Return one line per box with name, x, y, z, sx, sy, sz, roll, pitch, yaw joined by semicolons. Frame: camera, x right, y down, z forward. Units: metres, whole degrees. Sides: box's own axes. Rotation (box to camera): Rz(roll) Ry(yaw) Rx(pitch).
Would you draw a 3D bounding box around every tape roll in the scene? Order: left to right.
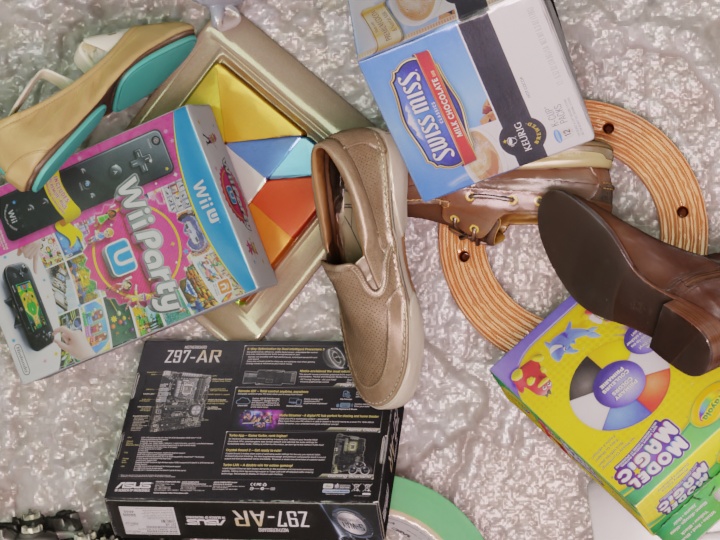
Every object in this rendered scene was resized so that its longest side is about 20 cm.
tape roll;0.003;0.249;1.608;0.200;0.048;0.201;3;74;-9

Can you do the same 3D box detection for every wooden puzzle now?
wooden puzzle;-0.096;-0.069;1.675;0.185;0.037;0.200;40;95;9

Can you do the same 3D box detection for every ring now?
ring;0.157;-0.026;1.642;0.200;0.019;0.201;0;88;8

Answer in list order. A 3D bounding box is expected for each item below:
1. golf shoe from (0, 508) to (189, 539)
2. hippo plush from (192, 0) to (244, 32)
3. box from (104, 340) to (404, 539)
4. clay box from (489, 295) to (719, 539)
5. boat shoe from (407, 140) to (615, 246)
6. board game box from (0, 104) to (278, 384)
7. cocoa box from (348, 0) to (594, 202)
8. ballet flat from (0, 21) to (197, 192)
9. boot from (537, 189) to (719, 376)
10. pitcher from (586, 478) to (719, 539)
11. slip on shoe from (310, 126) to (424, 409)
golf shoe;-0.194;0.228;1.643;0.200;0.077;0.088;-1;99;42
hippo plush;-0.145;-0.237;1.625;0.161;0.200;0.160;33;66;-17
box;-0.073;0.121;1.613;0.199;0.044;0.161;-1;44;9
clay box;0.194;0.095;1.538;0.115;0.048;0.200;-42;46;-6
boat shoe;0.086;-0.051;1.609;0.199;0.072;0.068;-5;85;8
board game box;-0.181;-0.020;1.651;0.199;0.064;0.148;-22;88;13
cocoa box;0.069;-0.170;1.554;0.131;0.200;0.134;-20;126;9
ballet flat;-0.198;-0.136;1.615;0.063;0.069;0.200;40;54;5
boot;0.247;-0.010;1.569;0.186;0.200;0.064;47;135;26
pitcher;0.261;0.177;1.541;0.199;0.172;0.122;-9;93;8
slip on shoe;0.000;0.000;1.564;0.076;0.060;0.201;8;102;48
